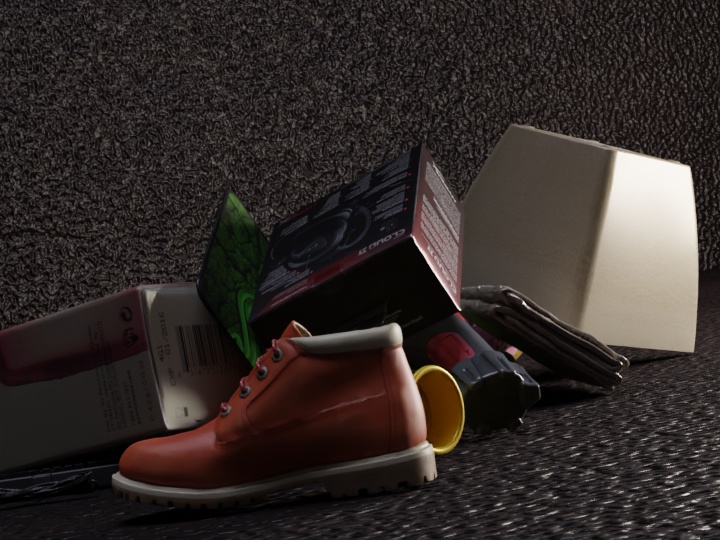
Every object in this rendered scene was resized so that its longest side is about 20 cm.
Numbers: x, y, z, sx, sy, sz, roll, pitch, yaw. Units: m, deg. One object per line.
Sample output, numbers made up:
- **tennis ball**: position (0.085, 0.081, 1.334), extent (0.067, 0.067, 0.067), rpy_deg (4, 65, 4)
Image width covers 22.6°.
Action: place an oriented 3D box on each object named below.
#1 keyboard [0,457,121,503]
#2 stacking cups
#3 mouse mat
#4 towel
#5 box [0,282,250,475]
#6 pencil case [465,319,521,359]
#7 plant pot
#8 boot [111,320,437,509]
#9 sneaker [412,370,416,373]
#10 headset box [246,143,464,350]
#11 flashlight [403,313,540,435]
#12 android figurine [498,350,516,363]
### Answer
- **keyboard**: position (-0.229, 0.152, 1.302), extent (0.198, 0.021, 0.127), rpy_deg (-9, 1, -3)
- **stacking cups**: position (-0.020, 0.111, 1.262), extent (0.199, 0.061, 0.060), rpy_deg (-14, -4, 42)
- **mouse mat**: position (-0.072, 0.033, 1.407), extent (0.007, 0.162, 0.200), rpy_deg (-28, 20, 16)
- **towel**: position (0.152, 0.053, 1.534), extent (0.132, 0.035, 0.200), rpy_deg (31, -4, -7)
- **box**: position (-0.194, 0.085, 1.377), extent (0.199, 0.110, 0.127), rpy_deg (-16, -8, 31)
- **pencil case**: position (0.112, 0.069, 1.799), extent (0.082, 0.087, 0.200), rpy_deg (29, 10, 13)
- **plant pot**: position (0.211, -0.037, 1.740), extent (0.199, 0.179, 0.199), rpy_deg (6, 9, -45)
- **boot**: position (-0.059, 0.088, 1.095), extent (0.198, 0.108, 0.075), rpy_deg (-9, 2, 4)
- **sneaker**: position (0.023, 0.035, 1.542), extent (0.079, 0.071, 0.200), rpy_deg (-11, 29, -13)
- **headset box**: position (0.000, 0.000, 1.400), extent (0.148, 0.078, 0.200), rpy_deg (-28, 22, 16)
- **flashlight**: position (0.066, 0.067, 1.360), extent (0.068, 0.068, 0.200), rpy_deg (29, 8, -20)
- **android figurine**: position (0.043, 0.101, 1.597), extent (0.181, 0.042, 0.199), rpy_deg (-7, -1, 30)
